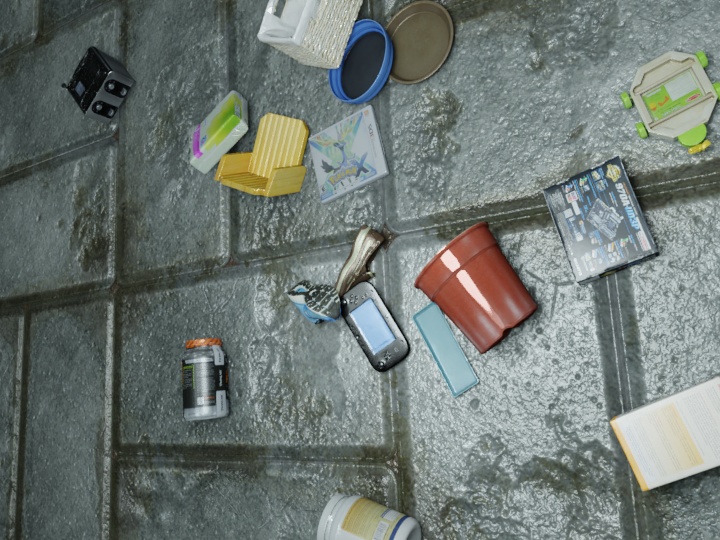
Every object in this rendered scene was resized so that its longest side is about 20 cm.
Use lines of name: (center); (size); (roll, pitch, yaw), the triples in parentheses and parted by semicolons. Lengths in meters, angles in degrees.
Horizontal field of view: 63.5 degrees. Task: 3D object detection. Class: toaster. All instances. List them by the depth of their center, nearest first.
toaster: (-0.869, -0.617, 1.936); (0.182, 0.118, 0.200); (-50, 64, 13)

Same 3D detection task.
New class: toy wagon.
toy wagon: (0.593, -0.308, 1.095); (0.152, 0.039, 0.205); (-26, 72, 25)

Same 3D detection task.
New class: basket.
basket: (-0.124, -0.634, 1.456); (0.198, 0.158, 0.203); (28, 97, 49)

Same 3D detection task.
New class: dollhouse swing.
dollhouse swing: (-0.254, -0.309, 1.519); (0.196, 0.180, 0.181); (21, 113, 30)

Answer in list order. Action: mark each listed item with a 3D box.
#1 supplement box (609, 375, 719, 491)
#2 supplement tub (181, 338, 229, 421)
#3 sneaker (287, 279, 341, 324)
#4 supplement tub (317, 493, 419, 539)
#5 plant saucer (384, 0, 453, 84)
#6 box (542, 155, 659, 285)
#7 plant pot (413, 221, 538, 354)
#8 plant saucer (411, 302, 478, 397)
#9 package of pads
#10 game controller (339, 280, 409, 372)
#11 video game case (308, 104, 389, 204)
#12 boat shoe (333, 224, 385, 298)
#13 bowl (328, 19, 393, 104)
supplement box: (0.558, 0.282, 1.014); (0.197, 0.073, 0.129); (-30, 69, 23)
supplement tub: (-0.412, 0.288, 1.546); (0.119, 0.122, 0.207); (-10, 78, 28)
sneaker: (-0.098, 0.086, 1.398); (0.078, 0.091, 0.198); (-37, 28, -19)
supplement tub: (0.018, 0.573, 1.245); (0.195, 0.143, 0.149); (11, 88, 30)
plant saucer: (0.135, -0.543, 1.398); (0.195, 0.029, 0.207); (-5, 81, 30)
box: (0.464, -0.096, 1.136); (0.156, 0.046, 0.206); (-24, 72, 25)
plant pot: (0.242, 0.044, 1.173); (0.200, 0.200, 0.197); (-43, 73, 17)
plant saucer: (0.185, 0.170, 1.277); (0.069, 0.019, 0.204); (-35, 68, 21)
package of pads: (-0.394, -0.390, 1.630); (0.198, 0.068, 0.157); (-38, 39, 22)
game controller: (0.030, 0.128, 1.340); (0.103, 0.042, 0.203); (-36, 81, 22)
video game case: (-0.033, -0.289, 1.464); (0.196, 0.022, 0.188); (-21, 73, 26)
boat shoe: (-0.002, 0.001, 1.379); (0.073, 0.075, 0.207); (25, 103, 13)
bowl: (0.001, -0.513, 1.444); (0.197, 0.039, 0.208); (-9, 76, 41)
